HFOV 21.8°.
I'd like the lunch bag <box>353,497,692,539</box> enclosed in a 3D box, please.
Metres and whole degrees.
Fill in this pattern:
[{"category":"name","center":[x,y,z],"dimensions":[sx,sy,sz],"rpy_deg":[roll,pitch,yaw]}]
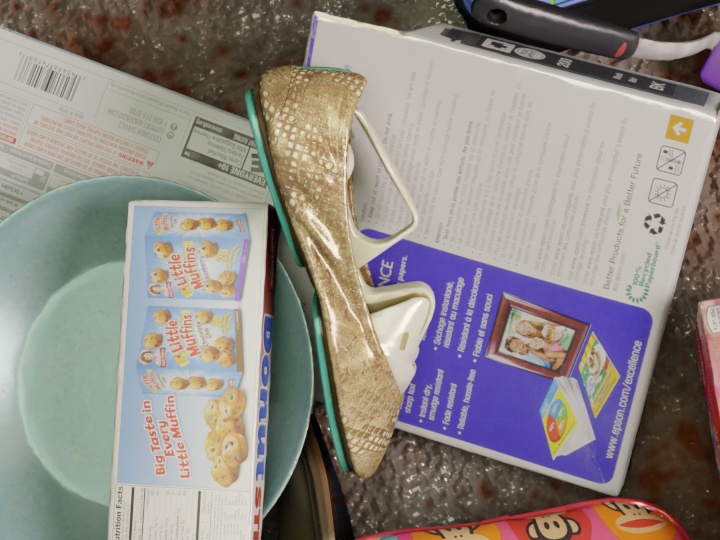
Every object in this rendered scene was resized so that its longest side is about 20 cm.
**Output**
[{"category":"lunch bag","center":[0.079,0.199,0.835],"dimensions":[0.198,0.082,0.177],"rpy_deg":[-4,52,-20]}]

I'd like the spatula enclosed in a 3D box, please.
[{"category":"spatula","center":[0.142,-0.109,0.895],"dimensions":[0.198,0.057,0.021],"rpy_deg":[7,52,-24]}]

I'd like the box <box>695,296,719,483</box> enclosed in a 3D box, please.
[{"category":"box","center":[0.218,0.108,0.870],"dimensions":[0.094,0.100,0.202],"rpy_deg":[-10,80,7]}]

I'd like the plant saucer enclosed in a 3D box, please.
[{"category":"plant saucer","center":[-0.116,0.055,0.928],"dimensions":[0.199,0.039,0.203],"rpy_deg":[-1,83,10]}]

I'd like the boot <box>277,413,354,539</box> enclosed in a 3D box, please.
[{"category":"boot","center":[-0.047,0.173,0.925],"dimensions":[0.096,0.075,0.202],"rpy_deg":[-9,82,6]}]

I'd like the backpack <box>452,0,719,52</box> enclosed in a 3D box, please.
[{"category":"backpack","center":[0.109,-0.226,0.918],"dimensions":[0.181,0.147,0.202],"rpy_deg":[-17,76,6]}]

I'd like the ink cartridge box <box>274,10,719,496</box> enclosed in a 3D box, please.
[{"category":"ink cartridge box","center":[0.057,-0.012,0.911],"dimensions":[0.198,0.043,0.200],"rpy_deg":[16,110,10]}]

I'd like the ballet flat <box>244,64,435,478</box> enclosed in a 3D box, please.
[{"category":"ballet flat","center":[0.000,0.000,0.876],"dimensions":[0.065,0.071,0.202],"rpy_deg":[-13,106,5]}]

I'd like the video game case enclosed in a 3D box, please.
[{"category":"video game case","center":[-0.143,-0.012,0.984],"dimensions":[0.198,0.045,0.183],"rpy_deg":[21,87,13]}]

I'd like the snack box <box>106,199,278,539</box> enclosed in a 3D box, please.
[{"category":"snack box","center":[-0.080,0.068,0.887],"dimensions":[0.071,0.024,0.202],"rpy_deg":[2,84,12]}]
